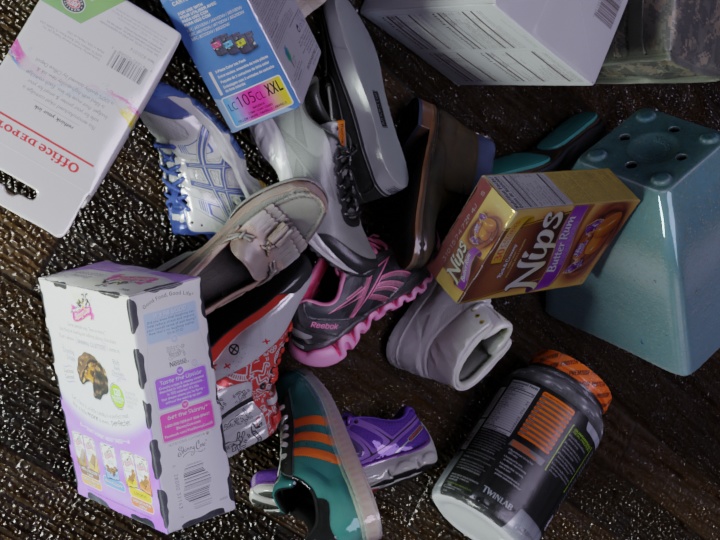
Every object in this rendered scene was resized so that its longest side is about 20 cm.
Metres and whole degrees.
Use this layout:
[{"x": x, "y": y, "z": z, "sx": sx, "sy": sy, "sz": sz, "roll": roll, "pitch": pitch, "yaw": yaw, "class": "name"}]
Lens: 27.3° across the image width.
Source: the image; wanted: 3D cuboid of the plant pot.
[{"x": 0.316, "y": -0.050, "z": 1.555, "sx": 0.195, "sy": 0.196, "sz": 0.201, "roll": -37, "pitch": 133, "yaw": -28, "class": "plant pot"}]

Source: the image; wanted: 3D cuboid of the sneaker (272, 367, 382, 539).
[{"x": -0.051, "y": 0.173, "z": 1.363, "sx": 0.079, "sy": 0.200, "sz": 0.072, "roll": -15, "pitch": 138, "yaw": -16, "class": "sneaker"}]

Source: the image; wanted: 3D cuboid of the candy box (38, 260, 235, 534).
[{"x": -0.189, "y": 0.101, "z": 1.245, "sx": 0.071, "sy": 0.167, "sz": 0.201, "roll": -16, "pitch": 105, "yaw": -34, "class": "candy box"}]

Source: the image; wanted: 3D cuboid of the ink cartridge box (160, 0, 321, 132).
[{"x": -0.115, "y": -0.240, "z": 1.279, "sx": 0.137, "sy": 0.076, "sz": 0.201, "roll": -78, "pitch": 145, "yaw": -62, "class": "ink cartridge box"}]

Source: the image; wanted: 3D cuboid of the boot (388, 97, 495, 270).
[{"x": 0.085, "y": -0.076, "z": 1.434, "sx": 0.096, "sy": 0.075, "sz": 0.201, "roll": 18, "pitch": 53, "yaw": -18, "class": "boot"}]

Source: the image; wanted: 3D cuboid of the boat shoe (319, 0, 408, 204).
[{"x": -0.014, "y": -0.162, "z": 1.405, "sx": 0.071, "sy": 0.063, "sz": 0.201, "roll": 7, "pitch": 67, "yaw": -64, "class": "boat shoe"}]

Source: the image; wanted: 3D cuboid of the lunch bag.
[{"x": 0.271, "y": -0.280, "z": 1.528, "sx": 0.117, "sy": 0.199, "sz": 0.165, "roll": 9, "pitch": 86, "yaw": -41, "class": "lunch bag"}]

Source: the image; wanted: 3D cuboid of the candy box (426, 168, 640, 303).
[{"x": 0.168, "y": -0.035, "z": 1.424, "sx": 0.199, "sy": 0.057, "sz": 0.117, "roll": -6, "pitch": 137, "yaw": -44, "class": "candy box"}]

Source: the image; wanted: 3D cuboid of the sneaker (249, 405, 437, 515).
[{"x": -0.023, "y": 0.184, "z": 1.452, "sx": 0.199, "sy": 0.081, "sz": 0.084, "roll": -14, "pitch": 71, "yaw": -29, "class": "sneaker"}]

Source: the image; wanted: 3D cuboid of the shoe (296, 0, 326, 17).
[{"x": -0.007, "y": -0.303, "z": 1.400, "sx": 0.200, "sy": 0.070, "sz": 0.054, "roll": -37, "pitch": 116, "yaw": -19, "class": "shoe"}]

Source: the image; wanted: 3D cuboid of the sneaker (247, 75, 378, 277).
[{"x": -0.033, "y": -0.086, "z": 1.347, "sx": 0.201, "sy": 0.079, "sz": 0.074, "roll": 63, "pitch": 20, "yaw": 4, "class": "sneaker"}]

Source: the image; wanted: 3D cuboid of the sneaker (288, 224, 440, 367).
[{"x": 0.000, "y": 0.000, "z": 1.421, "sx": 0.200, "sy": 0.079, "sz": 0.096, "roll": -44, "pitch": 134, "yaw": -26, "class": "sneaker"}]

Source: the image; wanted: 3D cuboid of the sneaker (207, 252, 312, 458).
[{"x": -0.097, "y": 0.083, "z": 1.359, "sx": 0.201, "sy": 0.067, "sz": 0.108, "roll": -46, "pitch": 122, "yaw": -3, "class": "sneaker"}]

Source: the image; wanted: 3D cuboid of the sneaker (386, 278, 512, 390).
[{"x": 0.122, "y": 0.029, "z": 1.490, "sx": 0.074, "sy": 0.115, "sz": 0.201, "roll": 40, "pitch": 77, "yaw": -45, "class": "sneaker"}]

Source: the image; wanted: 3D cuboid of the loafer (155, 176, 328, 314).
[{"x": -0.109, "y": -0.004, "z": 1.295, "sx": 0.199, "sy": 0.063, "sz": 0.072, "roll": -34, "pitch": 117, "yaw": 14, "class": "loafer"}]

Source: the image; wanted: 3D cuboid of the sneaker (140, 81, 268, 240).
[{"x": -0.144, "y": -0.076, "z": 1.319, "sx": 0.088, "sy": 0.075, "sz": 0.200, "roll": -47, "pitch": 117, "yaw": -16, "class": "sneaker"}]

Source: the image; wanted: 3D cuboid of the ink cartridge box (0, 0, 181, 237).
[{"x": -0.246, "y": -0.133, "z": 1.219, "sx": 0.117, "sy": 0.067, "sz": 0.201, "roll": 30, "pitch": 76, "yaw": -11, "class": "ink cartridge box"}]

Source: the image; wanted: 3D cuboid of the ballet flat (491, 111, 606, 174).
[{"x": 0.194, "y": -0.104, "z": 1.571, "sx": 0.199, "sy": 0.073, "sz": 0.073, "roll": -30, "pitch": 112, "yaw": -33, "class": "ballet flat"}]

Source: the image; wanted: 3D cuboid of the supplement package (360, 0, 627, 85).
[{"x": 0.136, "y": -0.279, "z": 1.424, "sx": 0.150, "sy": 0.199, "sz": 0.153, "roll": 31, "pitch": 77, "yaw": -35, "class": "supplement package"}]

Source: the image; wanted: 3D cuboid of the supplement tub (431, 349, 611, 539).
[{"x": 0.174, "y": 0.190, "z": 1.554, "sx": 0.123, "sy": 0.122, "sz": 0.200, "roll": 48, "pitch": 68, "yaw": -30, "class": "supplement tub"}]
